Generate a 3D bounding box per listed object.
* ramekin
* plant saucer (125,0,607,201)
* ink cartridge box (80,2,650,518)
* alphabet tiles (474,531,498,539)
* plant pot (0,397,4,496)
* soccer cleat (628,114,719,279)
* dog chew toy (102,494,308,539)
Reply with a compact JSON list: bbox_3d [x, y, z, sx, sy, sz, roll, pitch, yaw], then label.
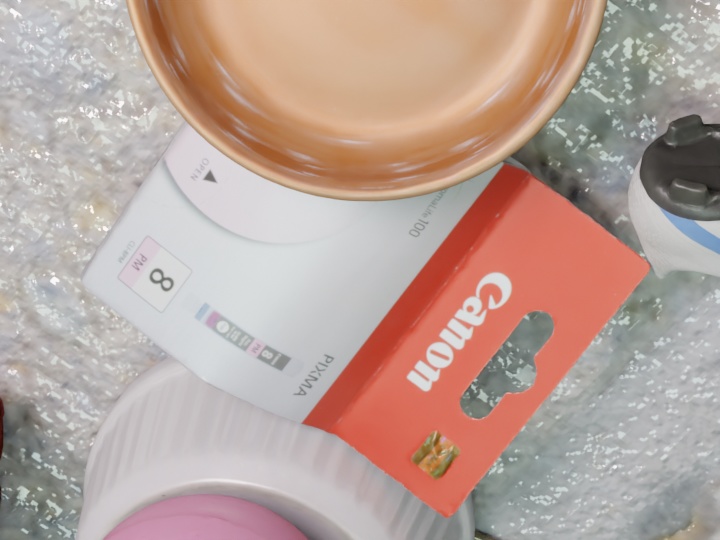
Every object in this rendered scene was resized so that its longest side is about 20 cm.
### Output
[{"bbox_3d":[-0.048,0.140,1.141,0.201,0.094,0.203,5,119,9],"label":"ramekin"},{"bbox_3d":[0.003,-0.129,0.964,0.199,0.037,0.201,1,100,6],"label":"plant saucer"},{"bbox_3d":[0.000,0.000,1.038,0.200,0.057,0.163,39,111,4],"label":"ink cartridge box"},{"bbox_3d":[0.024,0.207,1.230,0.166,0.006,0.200,21,124,-3],"label":"alphabet tiles"},{"bbox_3d":[-0.277,0.120,1.131,0.194,0.201,0.201,6,124,-3],"label":"plant pot"},{"bbox_3d":[0.215,-0.026,1.017,0.199,0.070,0.086,3,146,6],"label":"soccer cleat"},{"bbox_3d":[-0.077,0.184,1.000,0.124,0.200,0.125,5,120,8],"label":"dog chew toy"}]
